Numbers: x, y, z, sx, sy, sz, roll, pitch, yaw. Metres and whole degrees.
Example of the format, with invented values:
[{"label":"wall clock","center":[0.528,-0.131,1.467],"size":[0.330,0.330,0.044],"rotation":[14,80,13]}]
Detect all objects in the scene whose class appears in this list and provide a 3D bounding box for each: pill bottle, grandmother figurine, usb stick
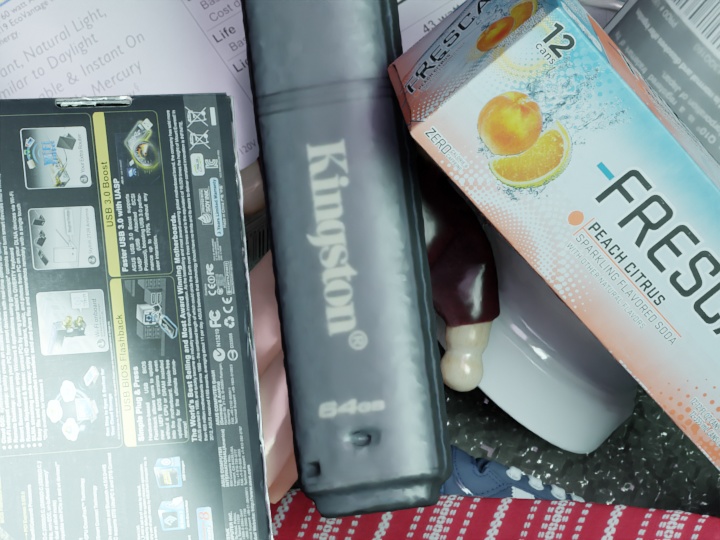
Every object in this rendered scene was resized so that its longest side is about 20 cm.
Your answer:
[{"label":"pill bottle","center":[0.118,-0.035,1.108],"size":[0.116,0.116,0.200],"rotation":[44,106,11]},{"label":"grandmother figurine","center":[0.000,0.000,1.059],"size":[0.121,0.061,0.200],"rotation":[35,89,-22]},{"label":"usb stick","center":[-0.005,-0.017,1.019],"size":[0.055,0.033,0.201],"rotation":[-7,83,1]}]

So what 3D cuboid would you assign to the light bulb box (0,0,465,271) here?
[{"label":"light bulb box","center":[-0.082,-0.105,1.147],"size":[0.198,0.125,0.200],"rotation":[-32,76,-13]}]

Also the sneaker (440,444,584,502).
[{"label":"sneaker","center":[0.085,0.103,1.118],"size":[0.108,0.070,0.200],"rotation":[-41,86,-10]}]

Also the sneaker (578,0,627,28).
[{"label":"sneaker","center":[0.120,-0.089,1.182],"size":[0.200,0.080,0.071],"rotation":[35,71,6]}]

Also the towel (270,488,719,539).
[{"label":"towel","center":[0.019,0.136,1.019],"size":[0.199,0.023,0.145],"rotation":[1,46,27]}]

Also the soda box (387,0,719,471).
[{"label":"soda box","center":[0.098,-0.013,1.017],"size":[0.068,0.064,0.200],"rotation":[-39,114,11]}]

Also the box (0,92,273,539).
[{"label":"box","center":[-0.113,0.044,0.982],"size":[0.160,0.049,0.201],"rotation":[-4,84,-24]}]
